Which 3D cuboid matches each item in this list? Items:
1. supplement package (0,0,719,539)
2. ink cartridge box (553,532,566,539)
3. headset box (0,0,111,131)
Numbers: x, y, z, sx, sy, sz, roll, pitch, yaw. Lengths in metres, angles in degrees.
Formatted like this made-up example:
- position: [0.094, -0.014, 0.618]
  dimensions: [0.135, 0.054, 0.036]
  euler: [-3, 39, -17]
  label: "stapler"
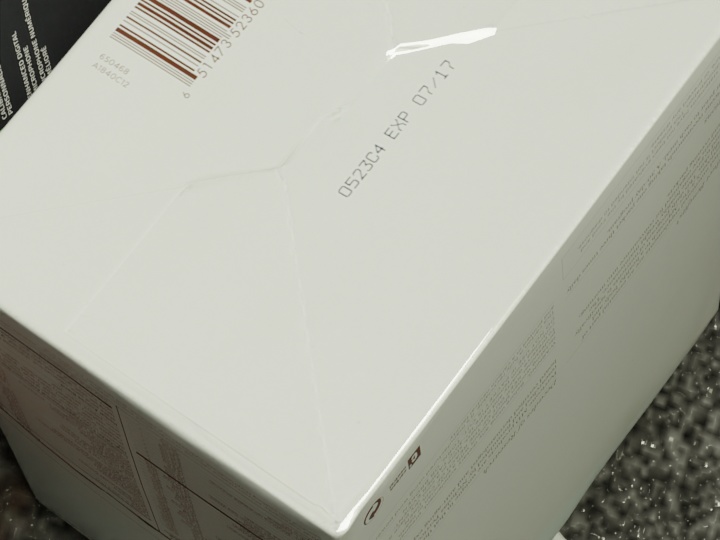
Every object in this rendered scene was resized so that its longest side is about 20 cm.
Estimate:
- position: [0.000, 0.000, 0.804]
  dimensions: [0.147, 0.200, 0.192]
  euler: [33, 71, 17]
  label: "supplement package"
- position: [0.006, 0.167, 0.901]
  dimensions: [0.162, 0.050, 0.200]
  euler: [48, 62, -9]
  label: "ink cartridge box"
- position: [-0.148, -0.113, 0.766]
  dimensions: [0.200, 0.092, 0.175]
  euler: [-44, 135, -42]
  label: "headset box"
